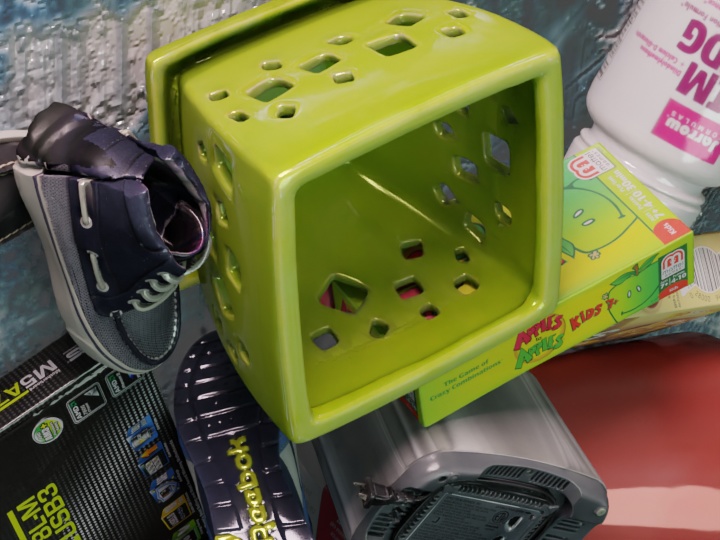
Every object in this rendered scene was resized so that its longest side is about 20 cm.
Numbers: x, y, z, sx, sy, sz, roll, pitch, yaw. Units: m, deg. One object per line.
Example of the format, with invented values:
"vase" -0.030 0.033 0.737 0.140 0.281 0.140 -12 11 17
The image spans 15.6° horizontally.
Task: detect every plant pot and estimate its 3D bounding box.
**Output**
"plant pot" -0.013 -0.055 1.515 0.200 0.181 0.199 -25 134 -25
"plant pot" 0.163 0.139 1.829 0.177 0.200 0.201 1 120 -30

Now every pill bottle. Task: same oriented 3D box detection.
"pill bottle" 0.218 -0.126 1.715 0.113 0.113 0.200 13 111 -46

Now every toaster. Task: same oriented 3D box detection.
"toaster" 0.050 0.119 1.649 0.200 0.129 0.114 13 126 -37

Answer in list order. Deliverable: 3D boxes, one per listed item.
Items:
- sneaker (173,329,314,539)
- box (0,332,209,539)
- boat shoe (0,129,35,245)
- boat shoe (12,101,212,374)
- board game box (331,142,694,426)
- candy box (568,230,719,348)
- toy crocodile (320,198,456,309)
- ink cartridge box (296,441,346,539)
"sneaker" -0.070 0.129 1.619 0.074 0.200 0.082 -10 150 -1
"box" -0.197 0.148 1.614 0.193 0.048 0.200 -36 137 -19
"boat shoe" -0.236 -0.020 1.437 0.200 0.060 0.074 -19 130 -31
"boat shoe" -0.122 -0.003 1.473 0.075 0.093 0.200 -54 145 -26
"board game box" 0.094 0.006 1.615 0.200 0.102 0.048 -27 139 -18
"candy box" 0.145 0.020 1.763 0.200 0.055 0.115 -6 169 -38
"toy crocodile" 0.000 0.000 1.661 0.200 0.062 0.068 -17 130 -33
"ink cartridge box" -0.037 0.230 1.741 0.086 0.148 0.200 14 110 -43
